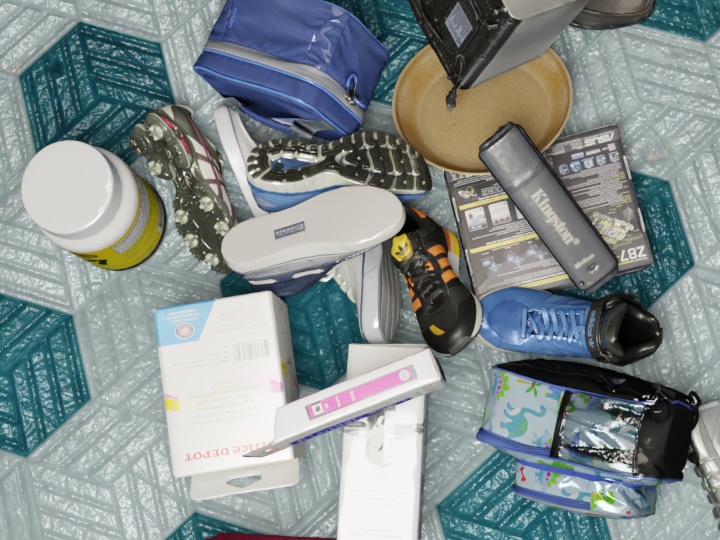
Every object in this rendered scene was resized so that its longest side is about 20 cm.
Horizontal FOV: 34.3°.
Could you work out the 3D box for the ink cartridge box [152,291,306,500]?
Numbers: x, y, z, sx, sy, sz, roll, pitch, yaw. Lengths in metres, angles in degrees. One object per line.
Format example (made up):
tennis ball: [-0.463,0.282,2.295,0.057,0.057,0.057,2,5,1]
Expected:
ink cartridge box: [-0.135,0.136,1.244,0.127,0.125,0.202,-8,82,3]

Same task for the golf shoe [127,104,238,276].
golf shoe: [-0.174,-0.094,1.305,0.077,0.088,0.201,-17,106,35]

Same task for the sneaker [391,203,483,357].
sneaker: [0.065,0.006,1.217,0.070,0.201,0.090,-40,122,21]

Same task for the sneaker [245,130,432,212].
sneaker: [-0.023,-0.094,1.250,0.198,0.089,0.079,1,57,-4]

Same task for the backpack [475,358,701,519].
backpack: [0.221,0.169,1.180,0.199,0.183,0.148,13,88,27]

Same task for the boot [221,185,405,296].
boot: [-0.039,-0.027,1.222,0.198,0.090,0.073,-11,60,16]

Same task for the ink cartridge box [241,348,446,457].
ink cartridge box: [-0.016,0.129,1.107,0.199,0.095,0.037,-24,78,3]

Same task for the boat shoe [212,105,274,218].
boat shoe: [-0.102,-0.099,1.311,0.065,0.074,0.201,-25,91,-3]

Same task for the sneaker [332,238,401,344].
sneaker: [0.000,0.000,1.267,0.070,0.073,0.201,-16,49,17]

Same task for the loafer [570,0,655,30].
loafer: [0.235,-0.321,1.312,0.198,0.072,0.073,11,83,6]

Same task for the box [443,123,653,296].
box: [0.206,-0.059,1.287,0.198,0.049,0.163,-14,79,2]

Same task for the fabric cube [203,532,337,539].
fabric cube: [-0.074,0.373,1.169,0.197,0.200,0.198,1,82,6]

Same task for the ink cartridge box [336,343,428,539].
ink cartridge box: [0.027,0.181,1.216,0.083,0.144,0.202,3,81,5]

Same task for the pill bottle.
pill bottle: [-0.283,-0.068,1.248,0.113,0.200,0.115,-1,81,4]

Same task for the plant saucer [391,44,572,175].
plant saucer: [0.135,-0.181,1.293,0.198,0.036,0.202,-5,61,8]

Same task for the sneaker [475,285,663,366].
sneaker: [0.217,0.055,1.204,0.198,0.111,0.077,13,79,-17]

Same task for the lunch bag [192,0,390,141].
lunch bag: [-0.072,-0.215,1.269,0.199,0.136,0.133,22,85,32]

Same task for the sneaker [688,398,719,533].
sneaker: [0.420,0.220,1.218,0.115,0.075,0.201,-22,80,-2]

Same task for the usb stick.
usb stick: [0.198,-0.065,1.222,0.055,0.033,0.200,-38,101,2]

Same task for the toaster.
toaster: [0.128,-0.302,1.217,0.118,0.200,0.182,-22,79,-21]
